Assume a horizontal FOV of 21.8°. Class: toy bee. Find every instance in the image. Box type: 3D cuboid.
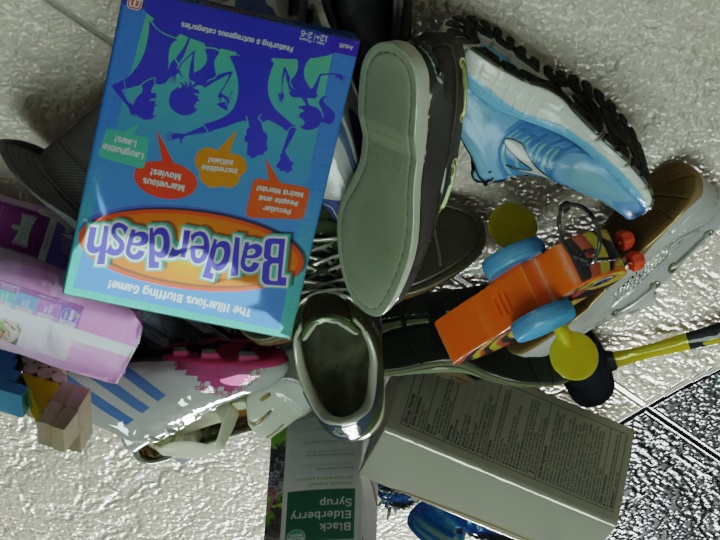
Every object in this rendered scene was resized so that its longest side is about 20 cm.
[{"bbox_3d":[0.146,0.012,1.327,0.109,0.131,0.200,-14,-176,-35],"label":"toy bee"}]

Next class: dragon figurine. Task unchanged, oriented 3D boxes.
[{"bbox_3d":[0.080,0.208,1.572,0.099,0.200,0.059,-47,146,7],"label":"dragon figurine"}]

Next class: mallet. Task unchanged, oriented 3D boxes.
[{"bbox_3d":[0.255,0.064,1.492,0.200,0.041,0.066,-10,137,6],"label":"mallet"}]

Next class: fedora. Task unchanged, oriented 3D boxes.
[{"bbox_3d":[-0.146,-0.057,1.307,0.200,0.177,0.090,40,95,-20],"label":"fedora"}]

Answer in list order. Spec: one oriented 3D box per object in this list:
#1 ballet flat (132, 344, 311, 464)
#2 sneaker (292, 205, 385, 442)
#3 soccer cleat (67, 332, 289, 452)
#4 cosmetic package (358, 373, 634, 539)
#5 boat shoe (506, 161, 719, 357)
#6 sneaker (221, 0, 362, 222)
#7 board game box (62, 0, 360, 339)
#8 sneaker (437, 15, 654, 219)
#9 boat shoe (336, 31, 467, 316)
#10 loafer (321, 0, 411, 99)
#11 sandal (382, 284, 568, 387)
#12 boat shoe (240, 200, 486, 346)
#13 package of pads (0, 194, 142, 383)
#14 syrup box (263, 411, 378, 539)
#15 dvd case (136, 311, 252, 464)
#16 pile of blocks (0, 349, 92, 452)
[{"bbox_3d":[-0.094,0.113,1.493,0.200,0.064,0.067,-17,134,18],"label":"ballet flat"},{"bbox_3d":[-0.017,0.024,1.331,0.067,0.201,0.090,-8,178,5],"label":"sneaker"},{"bbox_3d":[-0.149,0.097,1.459,0.200,0.070,0.087,-2,101,14],"label":"soccer cleat"},{"bbox_3d":[0.110,0.146,1.501,0.200,0.104,0.073,23,138,-3],"label":"cosmetic package"},{"bbox_3d":[0.194,0.006,1.395,0.069,0.071,0.200,29,122,-35],"label":"boat shoe"},{"bbox_3d":[-0.065,-0.112,1.289,0.115,0.081,0.200,-14,128,21],"label":"sneaker"},{"bbox_3d":[-0.097,-0.069,1.194,0.152,0.045,0.200,11,103,-9],"label":"board game box"},{"bbox_3d":[0.116,-0.093,1.293,0.200,0.078,0.090,32,119,-17],"label":"sneaker"},{"bbox_3d":[0.032,-0.062,1.244,0.061,0.072,0.202,-22,133,-40],"label":"boat shoe"},{"bbox_3d":[0.004,-0.194,1.202,0.072,0.063,0.200,-4,136,5],"label":"loafer"},{"bbox_3d":[0.073,0.053,1.466,0.200,0.080,0.057,4,163,1],"label":"sandal"},{"bbox_3d":[0.000,0.000,1.414,0.200,0.072,0.068,-18,168,6],"label":"boat shoe"},{"bbox_3d":[-0.251,0.002,1.358,0.200,0.121,0.076,18,114,-9],"label":"package of pads"},{"bbox_3d":[-0.030,0.197,1.517,0.079,0.200,0.082,-5,136,8],"label":"syrup box"},{"bbox_3d":[-0.166,0.075,1.519,0.150,0.025,0.200,-33,126,31],"label":"dvd case"},{"bbox_3d":[-0.254,0.076,1.403,0.082,0.200,0.062,-10,131,-16],"label":"pile of blocks"}]
